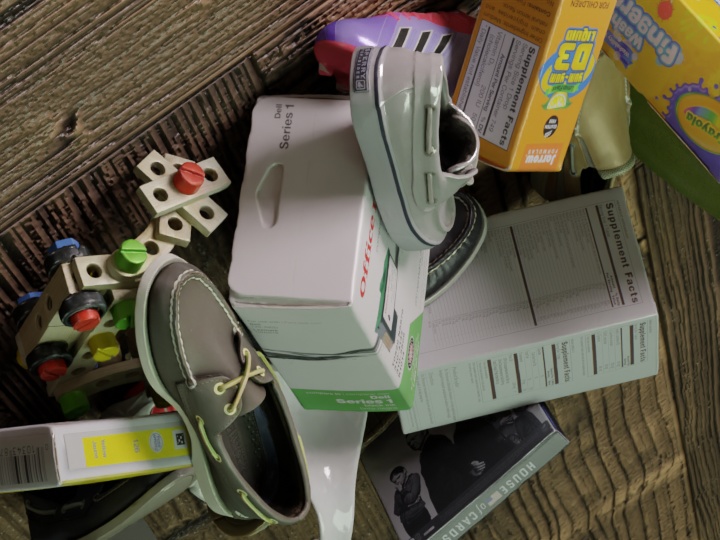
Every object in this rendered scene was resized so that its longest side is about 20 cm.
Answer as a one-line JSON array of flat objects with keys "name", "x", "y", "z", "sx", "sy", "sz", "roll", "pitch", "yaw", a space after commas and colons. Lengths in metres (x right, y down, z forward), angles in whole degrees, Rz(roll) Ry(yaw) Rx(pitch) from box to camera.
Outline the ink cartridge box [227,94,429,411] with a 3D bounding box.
[{"name": "ink cartridge box", "x": -0.016, "y": -0.008, "z": 1.584, "sx": 0.084, "sy": 0.147, "sz": 0.200, "roll": 2, "pitch": 159, "yaw": 13}]

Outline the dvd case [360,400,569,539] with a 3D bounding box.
[{"name": "dvd case", "x": 0.068, "y": 0.122, "z": 1.886, "sx": 0.150, "sy": 0.200, "sz": 0.025, "roll": -42, "pitch": 123, "yaw": 9}]

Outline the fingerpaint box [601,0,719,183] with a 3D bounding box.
[{"name": "fingerpaint box", "x": 0.244, "y": -0.155, "z": 1.631, "sx": 0.166, "sy": 0.200, "sz": 0.074, "roll": -6, "pitch": 140, "yaw": -48}]

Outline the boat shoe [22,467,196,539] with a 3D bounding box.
[{"name": "boat shoe", "x": -0.180, "y": 0.152, "z": 1.673, "sx": 0.072, "sy": 0.063, "sz": 0.200, "roll": -26, "pitch": 176, "yaw": -37}]

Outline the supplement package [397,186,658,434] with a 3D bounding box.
[{"name": "supplement package", "x": 0.112, "y": 0.031, "z": 1.794, "sx": 0.198, "sy": 0.115, "sz": 0.110, "roll": -12, "pitch": 153, "yaw": 1}]

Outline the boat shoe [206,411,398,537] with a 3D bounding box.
[{"name": "boat shoe", "x": -0.036, "y": 0.131, "z": 1.908, "sx": 0.200, "sy": 0.074, "sz": 0.066, "roll": -39, "pitch": 168, "yaw": 5}]

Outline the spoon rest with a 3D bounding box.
[{"name": "spoon rest", "x": -0.033, "y": 0.132, "z": 1.824, "sx": 0.099, "sy": 0.061, "sz": 0.202, "roll": -15, "pitch": 113, "yaw": -24}]

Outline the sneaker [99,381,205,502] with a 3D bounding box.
[{"name": "sneaker", "x": -0.109, "y": 0.118, "z": 1.774, "sx": 0.085, "sy": 0.077, "sz": 0.200, "roll": -46, "pitch": 155, "yaw": 5}]

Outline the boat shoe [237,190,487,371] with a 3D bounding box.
[{"name": "boat shoe", "x": 0.000, "y": 0.000, "z": 1.725, "sx": 0.199, "sy": 0.074, "sz": 0.060, "roll": -28, "pitch": 159, "yaw": -2}]

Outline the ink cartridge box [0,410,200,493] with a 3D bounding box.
[{"name": "ink cartridge box", "x": -0.195, "y": 0.120, "z": 1.574, "sx": 0.197, "sy": 0.047, "sz": 0.199, "roll": -11, "pitch": 173, "yaw": 38}]

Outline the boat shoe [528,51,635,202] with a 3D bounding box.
[{"name": "boat shoe", "x": 0.174, "y": -0.102, "z": 1.774, "sx": 0.071, "sy": 0.076, "sz": 0.201, "roll": -30, "pitch": 153, "yaw": -16}]

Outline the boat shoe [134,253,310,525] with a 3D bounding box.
[{"name": "boat shoe", "x": -0.081, "y": 0.076, "z": 1.496, "sx": 0.072, "sy": 0.060, "sz": 0.203, "roll": -46, "pitch": 133, "yaw": -33}]

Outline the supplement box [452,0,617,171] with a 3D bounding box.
[{"name": "supplement box", "x": 0.118, "y": -0.164, "z": 1.531, "sx": 0.066, "sy": 0.069, "sz": 0.201, "roll": -5, "pitch": 120, "yaw": -49}]

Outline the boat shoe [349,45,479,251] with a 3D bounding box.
[{"name": "boat shoe", "x": 0.043, "y": -0.075, "z": 1.504, "sx": 0.065, "sy": 0.072, "sz": 0.201, "roll": 0, "pitch": 147, "yaw": 13}]

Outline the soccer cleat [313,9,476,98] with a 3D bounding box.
[{"name": "soccer cleat", "x": 0.040, "y": -0.141, "z": 1.565, "sx": 0.199, "sy": 0.066, "sz": 0.077, "roll": 16, "pitch": 85, "yaw": -50}]

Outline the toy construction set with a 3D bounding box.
[{"name": "toy construction set", "x": -0.148, "y": 0.018, "z": 1.528, "sx": 0.130, "sy": 0.092, "sz": 0.201, "roll": -5, "pitch": 137, "yaw": -32}]

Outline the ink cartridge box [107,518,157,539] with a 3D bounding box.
[{"name": "ink cartridge box", "x": -0.173, "y": 0.317, "z": 1.871, "sx": 0.085, "sy": 0.200, "sz": 0.148, "roll": -15, "pitch": 147, "yaw": -38}]

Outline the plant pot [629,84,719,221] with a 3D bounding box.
[{"name": "plant pot", "x": 0.308, "y": -0.101, "z": 1.806, "sx": 0.186, "sy": 0.200, "sz": 0.188, "roll": -30, "pitch": 154, "yaw": -17}]
